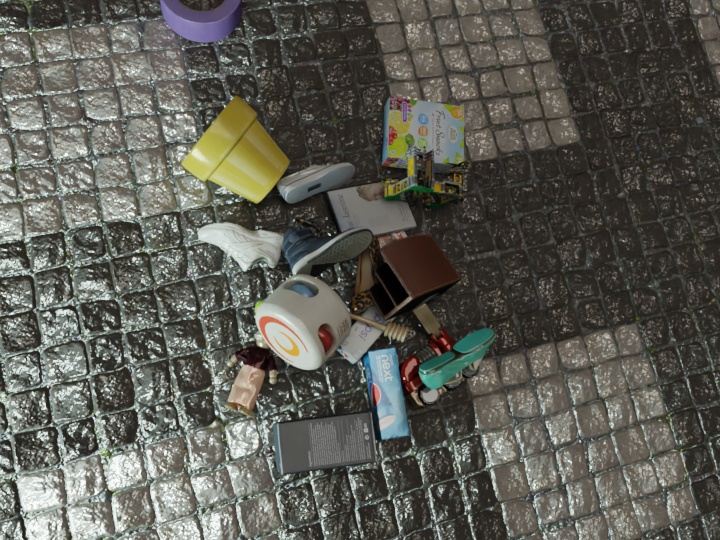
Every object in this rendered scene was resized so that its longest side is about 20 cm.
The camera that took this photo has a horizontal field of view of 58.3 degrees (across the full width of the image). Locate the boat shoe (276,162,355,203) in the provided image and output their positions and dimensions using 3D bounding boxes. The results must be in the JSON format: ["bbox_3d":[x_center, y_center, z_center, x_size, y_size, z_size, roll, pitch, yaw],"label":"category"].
[{"bbox_3d":[-0.108,-0.227,1.556,0.200,0.074,0.065,-22,57,-28],"label":"boat shoe"}]

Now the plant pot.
[{"bbox_3d":[-0.272,-0.261,1.475,0.189,0.201,0.201,38,72,-16],"label":"plant pot"}]

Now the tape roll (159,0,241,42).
[{"bbox_3d":[-0.394,-0.674,1.593,0.200,0.085,0.200,2,76,-10],"label":"tape roll"}]

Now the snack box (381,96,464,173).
[{"bbox_3d":[0.160,-0.341,1.638,0.200,0.068,0.169,5,76,-12],"label":"snack box"}]

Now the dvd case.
[{"bbox_3d":[0.025,-0.149,1.572,0.200,0.018,0.143,-13,71,-19],"label":"dvd case"}]

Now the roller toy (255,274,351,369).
[{"bbox_3d":[-0.116,0.108,1.384,0.200,0.182,0.140,47,57,-4],"label":"roller toy"}]

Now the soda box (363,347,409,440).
[{"bbox_3d":[0.057,0.282,1.476,0.068,0.064,0.200,-6,78,-13],"label":"soda box"}]

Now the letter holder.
[{"bbox_3d":[0.107,0.007,1.458,0.200,0.101,0.142,-18,71,-49],"label":"letter holder"}]

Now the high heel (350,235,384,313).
[{"bbox_3d":[0.000,0.000,1.466,0.143,0.071,0.200,66,32,-20],"label":"high heel"}]

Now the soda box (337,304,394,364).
[{"bbox_3d":[0.029,0.122,1.504,0.063,0.068,0.200,42,72,2],"label":"soda box"}]

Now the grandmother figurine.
[{"bbox_3d":[-0.238,0.217,1.435,0.121,0.061,0.200,21,71,1],"label":"grandmother figurine"}]

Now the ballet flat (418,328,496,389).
[{"bbox_3d":[0.219,0.200,1.428,0.200,0.067,0.070,-28,113,-15],"label":"ballet flat"}]

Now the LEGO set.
[{"bbox_3d":[0.155,-0.230,1.555,0.200,0.154,0.116,5,77,-21],"label":"LEGO set"}]

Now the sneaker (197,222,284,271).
[{"bbox_3d":[-0.276,-0.051,1.479,0.200,0.078,0.099,10,79,-8],"label":"sneaker"}]

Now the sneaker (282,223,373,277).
[{"bbox_3d":[-0.083,-0.071,1.476,0.202,0.077,0.146,-27,42,-7],"label":"sneaker"}]

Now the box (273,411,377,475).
[{"bbox_3d":[-0.081,0.367,1.384,0.200,0.148,0.107,-5,78,-13],"label":"box"}]

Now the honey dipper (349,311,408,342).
[{"bbox_3d":[0.007,0.112,1.452,0.200,0.038,0.038,19,74,0],"label":"honey dipper"}]

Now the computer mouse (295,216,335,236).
[{"bbox_3d":[-0.059,-0.092,1.553,0.200,0.034,0.059,14,76,-8],"label":"computer mouse"}]

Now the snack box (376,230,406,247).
[{"bbox_3d":[0.118,-0.012,1.576,0.072,0.024,0.200,-32,85,-18],"label":"snack box"}]

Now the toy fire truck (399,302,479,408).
[{"bbox_3d":[0.155,0.192,1.489,0.176,0.129,0.200,-30,79,-16],"label":"toy fire truck"}]
